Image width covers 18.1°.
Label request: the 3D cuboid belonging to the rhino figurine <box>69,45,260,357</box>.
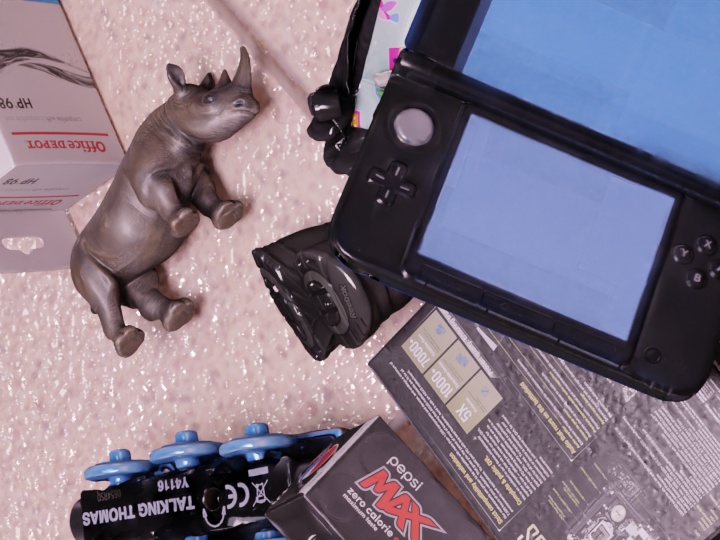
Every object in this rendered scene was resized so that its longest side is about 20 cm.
[{"bbox_3d":[-0.118,-0.051,1.396,0.087,0.060,0.201,41,111,36],"label":"rhino figurine"}]

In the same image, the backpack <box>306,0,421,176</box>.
[{"bbox_3d":[0.065,-0.139,1.226,0.126,0.167,0.201,21,102,11],"label":"backpack"}]

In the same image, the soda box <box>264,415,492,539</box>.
[{"bbox_3d":[0.044,0.178,1.240,0.200,0.071,0.063,47,153,-4],"label":"soda box"}]

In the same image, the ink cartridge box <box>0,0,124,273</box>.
[{"bbox_3d":[-0.223,-0.102,1.431,0.067,0.116,0.201,-32,76,30],"label":"ink cartridge box"}]

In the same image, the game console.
[{"bbox_3d":[0.108,-0.062,1.086,0.199,0.118,0.171,22,64,-1],"label":"game console"}]

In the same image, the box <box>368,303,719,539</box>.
[{"bbox_3d":[0.131,0.072,1.211,0.164,0.086,0.200,-47,68,25],"label":"box"}]

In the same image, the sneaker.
[{"bbox_3d":[0.000,0.000,1.284,0.076,0.091,0.200,60,165,-10],"label":"sneaker"}]

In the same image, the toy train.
[{"bbox_3d":[-0.078,0.139,1.348,0.199,0.114,0.087,-13,79,34],"label":"toy train"}]
